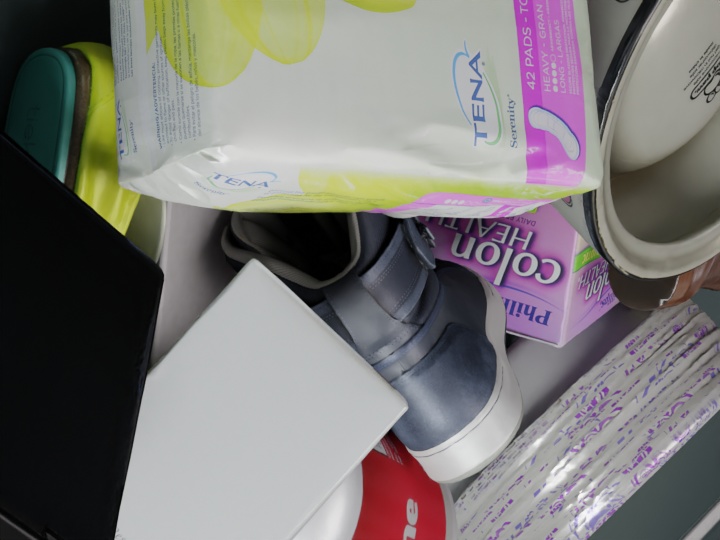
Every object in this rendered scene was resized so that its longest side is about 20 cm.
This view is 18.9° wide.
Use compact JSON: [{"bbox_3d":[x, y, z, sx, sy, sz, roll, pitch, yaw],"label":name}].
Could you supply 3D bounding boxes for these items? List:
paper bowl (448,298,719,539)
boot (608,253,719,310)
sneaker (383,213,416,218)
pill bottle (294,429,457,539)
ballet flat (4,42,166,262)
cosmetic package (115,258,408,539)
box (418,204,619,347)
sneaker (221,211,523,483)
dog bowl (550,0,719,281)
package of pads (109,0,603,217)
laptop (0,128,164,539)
[{"bbox_3d":[0.119,0.089,1.227,0.201,0.104,0.201,-42,169,-10],"label":"paper bowl"},{"bbox_3d":[0.200,-0.070,1.169,0.200,0.064,0.187,-10,121,-63],"label":"boot"},{"bbox_3d":[0.031,-0.072,0.959,0.200,0.071,0.099,-89,170,-46],"label":"sneaker"},{"bbox_3d":[-0.038,0.103,0.950,0.200,0.112,0.112,35,73,-64],"label":"pill bottle"},{"bbox_3d":[-0.111,0.017,0.787,0.067,0.067,0.200,18,86,-44],"label":"ballet flat"},{"bbox_3d":[-0.079,0.097,0.783,0.200,0.081,0.113,-49,180,-10],"label":"cosmetic package"},{"bbox_3d":[0.115,-0.088,1.167,0.176,0.097,0.200,-32,133,-56],"label":"box"},{"bbox_3d":[0.001,-0.001,1.008,0.077,0.146,0.202,-41,-162,5],"label":"sneaker"},{"bbox_3d":[0.142,-0.099,0.965,0.200,0.074,0.200,-33,140,-32],"label":"dog bowl"},{"bbox_3d":[-0.001,-0.096,0.803,0.200,0.068,0.155,3,79,-40],"label":"package of pads"},{"bbox_3d":[-0.171,0.043,0.655,0.200,0.116,0.187,-46,123,2],"label":"laptop"}]
